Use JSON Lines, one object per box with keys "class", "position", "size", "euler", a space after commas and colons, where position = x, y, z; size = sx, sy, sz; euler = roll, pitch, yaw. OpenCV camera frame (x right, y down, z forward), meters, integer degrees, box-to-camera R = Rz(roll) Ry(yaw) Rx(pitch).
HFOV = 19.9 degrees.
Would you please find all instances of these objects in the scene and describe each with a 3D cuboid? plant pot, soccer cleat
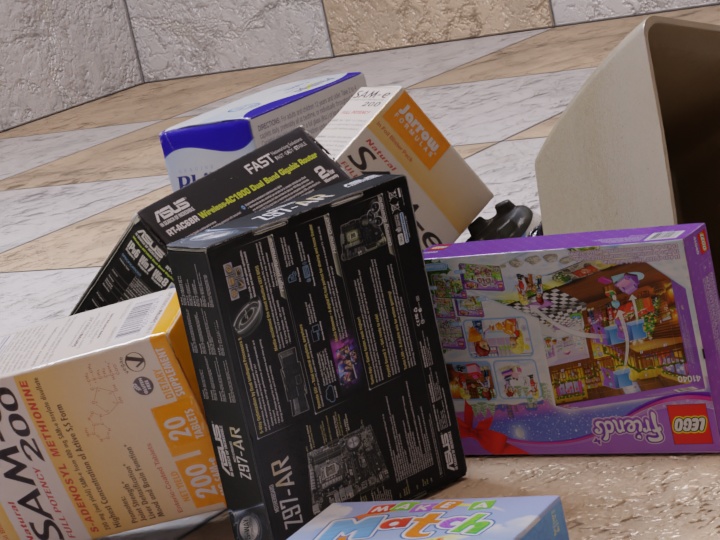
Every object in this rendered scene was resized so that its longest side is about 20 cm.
{"class": "plant pot", "position": [0.229, -0.041, 1.412], "size": [0.199, 0.201, 0.177], "euler": [3, -17, -32]}
{"class": "soccer cleat", "position": [0.078, 0.024, 1.656], "size": [0.199, 0.086, 0.070], "euler": [-31, 24, 24]}

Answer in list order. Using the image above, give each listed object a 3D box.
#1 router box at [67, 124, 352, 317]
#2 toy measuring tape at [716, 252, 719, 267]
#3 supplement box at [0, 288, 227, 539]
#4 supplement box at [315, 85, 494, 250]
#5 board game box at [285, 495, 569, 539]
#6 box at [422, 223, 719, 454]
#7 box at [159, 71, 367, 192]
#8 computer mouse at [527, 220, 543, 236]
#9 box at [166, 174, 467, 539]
{"class": "router box", "position": [-0.109, -0.004, 1.421], "size": [0.200, 0.062, 0.150], "euler": [-34, -15, -51]}
{"class": "toy measuring tape", "position": [0.286, -0.012, 1.574], "size": [0.073, 0.074, 0.200], "euler": [-11, 12, 4]}
{"class": "supplement box", "position": [-0.177, 0.100, 1.294], "size": [0.199, 0.127, 0.074], "euler": [-16, 23, 18]}
{"class": "supplement box", "position": [-0.007, -0.033, 1.618], "size": [0.200, 0.126, 0.073], "euler": [-49, 22, -16]}
{"class": "board game box", "position": [0.004, 0.173, 1.086], "size": [0.151, 0.037, 0.200], "euler": [-6, 13, 30]}
{"class": "box", "position": [0.134, 0.046, 1.296], "size": [0.199, 0.138, 0.039], "euler": [-4, 15, 34]}
{"class": "box", "position": [-0.064, -0.056, 1.814], "size": [0.104, 0.201, 0.184], "euler": [-5, 14, 35]}
{"class": "computer mouse", "position": [0.117, 0.040, 1.497], "size": [0.200, 0.110, 0.044], "euler": [-33, -15, -44]}
{"class": "box", "position": [-0.022, 0.058, 1.252], "size": [0.160, 0.201, 0.043], "euler": [-22, 16, -36]}
